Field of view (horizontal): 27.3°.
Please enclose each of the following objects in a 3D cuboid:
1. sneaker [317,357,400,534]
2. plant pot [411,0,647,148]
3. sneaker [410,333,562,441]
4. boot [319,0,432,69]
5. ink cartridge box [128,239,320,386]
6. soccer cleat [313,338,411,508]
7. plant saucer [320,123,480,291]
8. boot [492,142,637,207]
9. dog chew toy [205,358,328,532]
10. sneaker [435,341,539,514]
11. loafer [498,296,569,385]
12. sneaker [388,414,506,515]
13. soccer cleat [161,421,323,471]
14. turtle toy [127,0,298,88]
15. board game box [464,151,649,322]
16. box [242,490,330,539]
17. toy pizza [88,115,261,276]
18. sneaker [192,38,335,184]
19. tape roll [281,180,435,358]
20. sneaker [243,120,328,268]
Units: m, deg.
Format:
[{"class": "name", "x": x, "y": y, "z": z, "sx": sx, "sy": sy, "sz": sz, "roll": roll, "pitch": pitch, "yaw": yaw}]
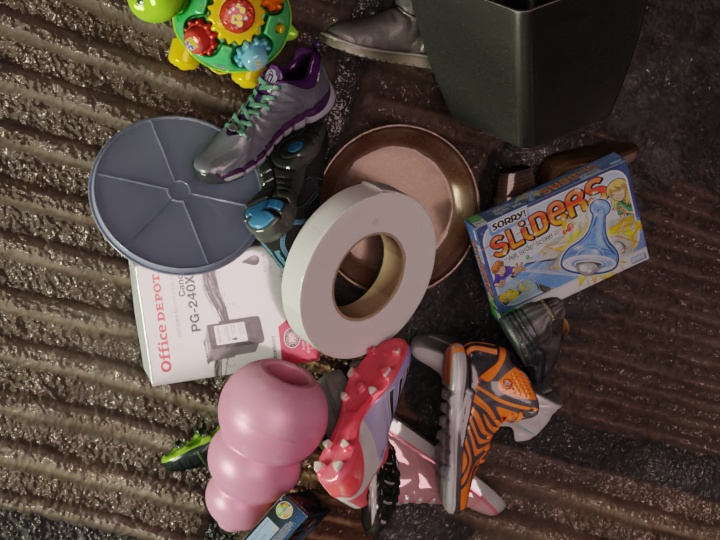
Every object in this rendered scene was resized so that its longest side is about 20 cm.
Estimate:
[{"class": "sneaker", "x": -0.004, "y": 0.207, "z": 1.717, "sx": 0.079, "sy": 0.074, "sz": 0.202, "roll": -16, "pitch": 72, "yaw": 16}, {"class": "plant pot", "x": 0.187, "y": -0.251, "z": 1.650, "sx": 0.199, "sy": 0.199, "sz": 0.179, "roll": -22, "pitch": 123, "yaw": -31}, {"class": "sneaker", "x": 0.141, "y": 0.144, "z": 1.782, "sx": 0.199, "sy": 0.071, "sz": 0.081, "roll": 28, "pitch": 109, "yaw": -9}, {"class": "boot", "x": 0.050, "y": -0.337, "z": 1.687, "sx": 0.180, "sy": 0.073, "sz": 0.202, "roll": 3, "pitch": 105, "yaw": -25}, {"class": "ink cartridge box", "x": -0.157, "y": 0.043, "z": 1.698, "sx": 0.198, "sy": 0.083, "sz": 0.147, "roll": -9, "pitch": 101, "yaw": -10}, {"class": "soccer cleat", "x": 0.012, "y": 0.168, "z": 1.656, "sx": 0.077, "sy": 0.066, "sz": 0.201, "roll": 52, "pitch": 50, "yaw": -36}, {"class": "plant saucer", "x": 0.041, "y": -0.072, "z": 1.744, "sx": 0.199, "sy": 0.037, "sz": 0.202, "roll": -2, "pitch": 99, "yaw": -11}, {"class": "boot", "x": 0.245, "y": -0.063, "z": 1.776, "sx": 0.198, "sy": 0.070, "sz": 0.147, "roll": -13, "pitch": 107, "yaw": -8}, {"class": "dog chew toy", "x": -0.114, "y": 0.201, "z": 1.653, "sx": 0.124, "sy": 0.125, "sz": 0.201, "roll": 18, "pitch": 108, "yaw": -13}, {"class": "sneaker", "x": 0.149, "y": 0.185, "z": 1.711, "sx": 0.111, "sy": 0.078, "sz": 0.202, "roll": 3, "pitch": 100, "yaw": -11}, {"class": "loafer", "x": 0.213, "y": 0.082, "z": 1.725, "sx": 0.072, "sy": 0.200, "sz": 0.073, "roll": -31, "pitch": 74, "yaw": 1}, {"class": "sneaker", "x": 0.071, "y": 0.258, "z": 1.781, "sx": 0.200, "sy": 0.075, "sz": 0.105, "roll": 35, "pitch": 86, "yaw": -6}, {"class": "soccer cleat", "x": -0.132, "y": 0.211, "z": 1.737, "sx": 0.199, "sy": 0.067, "sz": 0.082, "roll": -17, "pitch": 94, "yaw": -11}, {"class": "turtle toy", "x": -0.163, "y": -0.288, "z": 1.637, "sx": 0.198, "sy": 0.101, "sz": 0.147, "roll": 14, "pitch": 96, "yaw": -13}, {"class": "board game box", "x": 0.231, "y": -0.037, "z": 1.727, "sx": 0.199, "sy": 0.034, "sz": 0.136, "roll": -25, "pitch": 117, "yaw": -9}, {"class": "box", "x": -0.104, "y": 0.315, "z": 1.694, "sx": 0.038, "sy": 0.200, "sz": 0.137, "roll": 41, "pitch": 88, "yaw": 9}, {"class": "toy pizza", "x": -0.204, "y": -0.082, "z": 1.657, "sx": 0.198, "sy": 0.032, "sz": 0.202, "roll": 6, "pitch": 64, "yaw": -12}, {"class": "sneaker", "x": -0.116, "y": -0.180, "z": 1.648, "sx": 0.200, "sy": 0.074, "sz": 0.088, "roll": -40, "pitch": 140, "yaw": -26}, {"class": "tape roll", "x": 0.000, "y": 0.000, "z": 1.658, "sx": 0.202, "sy": 0.037, "sz": 0.204, "roll": -21, "pitch": 125, "yaw": -34}, {"class": "sneaker", "x": -0.077, "y": -0.089, "z": 1.667, "sx": 0.073, "sy": 0.201, "sz": 0.082, "roll": -7, "pitch": 132, "yaw": 27}]
